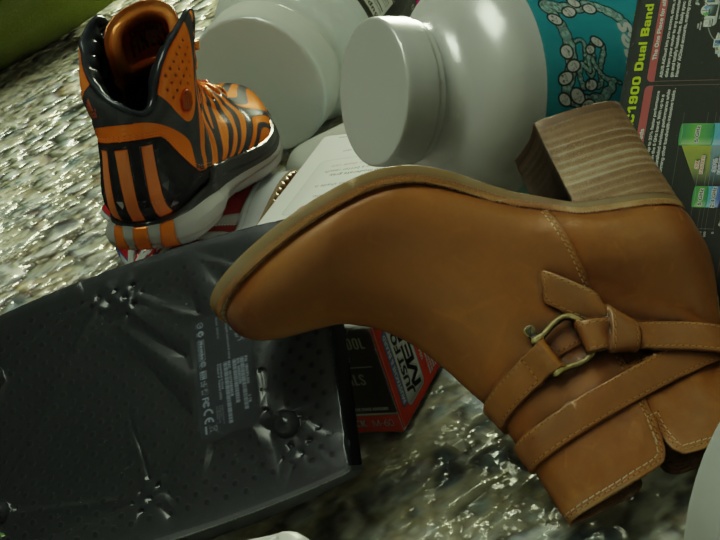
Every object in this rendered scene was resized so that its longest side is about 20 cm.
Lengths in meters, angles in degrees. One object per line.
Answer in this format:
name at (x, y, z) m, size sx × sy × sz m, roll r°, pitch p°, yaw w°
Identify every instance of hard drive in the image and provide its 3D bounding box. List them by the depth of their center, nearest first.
hard drive at (-0.093, 0.063, 0.800) m, size 0.199 × 0.042 × 0.136 m, roll -19°, pitch 62°, yaw 19°

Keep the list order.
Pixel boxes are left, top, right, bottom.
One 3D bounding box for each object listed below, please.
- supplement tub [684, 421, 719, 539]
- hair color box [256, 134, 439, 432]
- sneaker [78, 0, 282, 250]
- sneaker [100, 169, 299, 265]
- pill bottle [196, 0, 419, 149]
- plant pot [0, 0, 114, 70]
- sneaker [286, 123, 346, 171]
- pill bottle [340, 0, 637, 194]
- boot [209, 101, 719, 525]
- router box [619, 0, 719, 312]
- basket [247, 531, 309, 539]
supplement tub at (0.198, 0.095, 0.478) m, size 0.145 × 0.146 × 0.200 m, roll -32°, pitch 28°, yaw -21°
hair color box at (0.000, 0.000, 0.903) m, size 0.110 × 0.064 × 0.200 m, roll -4°, pitch 29°, yaw 28°
sneaker at (-0.094, -0.096, 0.960) m, size 0.077 × 0.113 × 0.200 m, roll -6°, pitch 20°, yaw 9°
sneaker at (-0.103, 0.007, 0.957) m, size 0.112 × 0.072 × 0.200 m, roll -5°, pitch 23°, yaw 22°
pill bottle at (-0.028, -0.169, 1.187) m, size 0.116 × 0.117 × 0.200 m, roll -6°, pitch 31°, yaw 29°
plant pot at (-0.333, -0.239, 1.511) m, size 0.200 × 0.187 × 0.187 m, roll -47°, pitch 33°, yaw -16°
sneaker at (0.047, -0.095, 1.038) m, size 0.199 × 0.073 × 0.072 m, roll -18°, pitch 28°, yaw 10°
pill bottle at (0.093, -0.089, 0.869) m, size 0.199 × 0.112 × 0.111 m, roll -5°, pitch 18°, yaw -27°
boot at (0.052, 0.031, 0.714) m, size 0.199 × 0.156 × 0.074 m, roll -21°, pitch -17°, yaw -2°
router box at (0.188, -0.070, 0.766) m, size 0.149 × 0.062 × 0.202 m, roll 4°, pitch 79°, yaw 40°
basket at (-0.094, 0.184, 0.553) m, size 0.199 × 0.124 × 0.136 m, roll -14°, pitch 26°, yaw 14°
